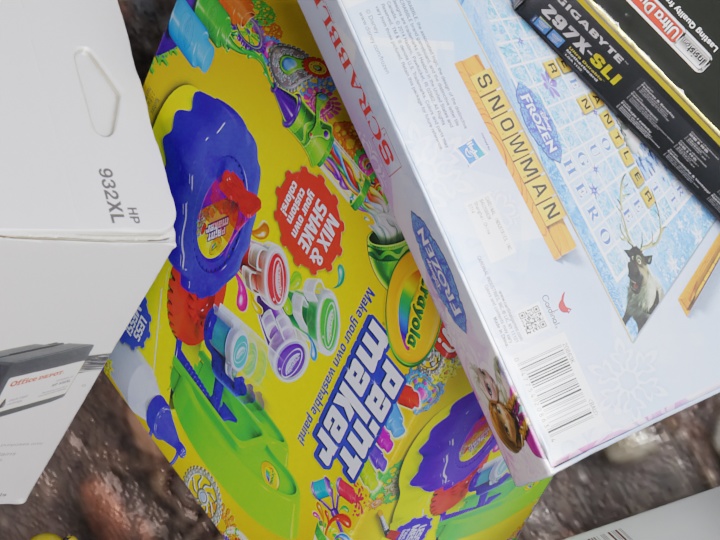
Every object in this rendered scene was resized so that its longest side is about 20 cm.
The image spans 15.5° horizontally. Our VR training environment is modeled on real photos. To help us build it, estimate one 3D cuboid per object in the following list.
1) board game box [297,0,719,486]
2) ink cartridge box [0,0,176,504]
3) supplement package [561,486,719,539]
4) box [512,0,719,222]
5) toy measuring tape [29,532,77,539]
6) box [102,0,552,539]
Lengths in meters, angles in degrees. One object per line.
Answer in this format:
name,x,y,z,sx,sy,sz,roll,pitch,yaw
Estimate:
board game box,0.103,-0.056,0.927,0.201,0.198,0.041,66,162,4
ink cartridge box,-0.160,-0.014,1.095,0.200,0.083,0.146,-55,43,46
supplement package,0.125,0.222,1.063,0.147,0.190,0.201,-134,32,-59
box,0.176,-0.077,0.904,0.200,0.160,0.049,46,159,-1
toy measuring tape,-0.097,0.208,1.316,0.200,0.074,0.073,51,131,-1
box,0.000,0.000,1.060,0.193,0.121,0.201,50,135,27
